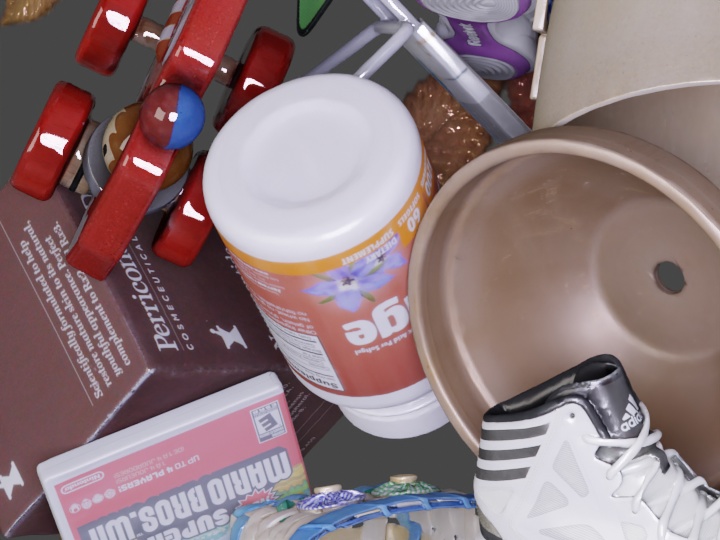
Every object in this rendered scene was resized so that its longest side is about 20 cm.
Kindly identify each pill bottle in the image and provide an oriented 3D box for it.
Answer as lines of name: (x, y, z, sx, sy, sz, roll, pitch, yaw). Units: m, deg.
pill bottle: (0.000, 0.000, 1.308, 0.112, 0.200, 0.112, -9, 53, 13)

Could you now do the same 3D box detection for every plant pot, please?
plant pot: (0.174, -0.146, 1.258, 0.187, 0.187, 0.200, -19, 63, 42)
plant pot: (0.130, 0.017, 1.219, 0.201, 0.093, 0.201, 17, 122, 30)

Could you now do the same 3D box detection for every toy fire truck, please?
toy fire truck: (-0.102, -0.098, 1.359, 0.200, 0.112, 0.168, -66, 7, -20)

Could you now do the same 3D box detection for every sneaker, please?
sneaker: (0.133, 0.107, 1.145, 0.200, 0.076, 0.115, 14, 125, 32)
sneaker: (0.068, -0.173, 1.349, 0.075, 0.200, 0.100, 12, 78, 5)

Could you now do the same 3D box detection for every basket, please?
basket: (0.020, 0.191, 1.384, 0.200, 0.176, 0.139, 29, 118, 49)

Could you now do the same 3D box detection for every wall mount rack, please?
wall mount rack: (0.033, -0.077, 1.393, 0.075, 0.200, 0.174, -45, 10, -3)

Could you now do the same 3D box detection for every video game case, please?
video game case: (-0.092, 0.160, 1.454, 0.017, 0.143, 0.200, -123, 15, -49)

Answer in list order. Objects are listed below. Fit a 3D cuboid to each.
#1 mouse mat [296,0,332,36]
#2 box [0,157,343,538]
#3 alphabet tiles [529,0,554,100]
mouse mat: (-0.005, -0.244, 1.359, 0.161, 0.008, 0.200, 130, 144, -53)
box: (-0.127, 0.043, 1.508, 0.164, 0.200, 0.166, -47, 60, 32)
alphabet tiles: (0.111, -0.186, 1.320, 0.008, 0.167, 0.200, 9, 94, 9)
